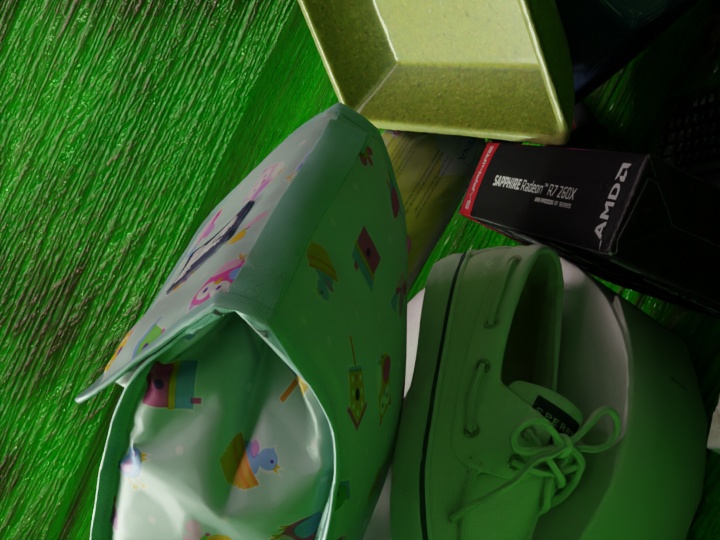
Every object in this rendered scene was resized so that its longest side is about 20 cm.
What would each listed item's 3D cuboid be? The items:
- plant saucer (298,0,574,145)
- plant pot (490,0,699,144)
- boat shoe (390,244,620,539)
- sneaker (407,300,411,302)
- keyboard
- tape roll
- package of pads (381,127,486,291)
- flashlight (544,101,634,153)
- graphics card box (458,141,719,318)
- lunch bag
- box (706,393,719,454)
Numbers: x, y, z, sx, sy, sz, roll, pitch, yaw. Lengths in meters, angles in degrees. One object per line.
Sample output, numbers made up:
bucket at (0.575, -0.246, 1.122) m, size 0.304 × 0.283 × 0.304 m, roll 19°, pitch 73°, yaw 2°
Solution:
plant saucer at (0.031, -0.174, 0.642) m, size 0.048 × 0.201 × 0.199 m, roll -37°, pitch 29°, yaw -25°
plant pot at (0.114, -0.206, 0.732) m, size 0.200 × 0.200 × 0.180 m, roll -38°, pitch -9°, yaw -32°
boat shoe at (0.072, 0.074, 0.524) m, size 0.086 × 0.075 × 0.203 m, roll -15°, pitch 48°, yaw 32°
sneaker at (0.018, 0.111, 0.808) m, size 0.070 × 0.082 × 0.200 m, roll -31°, pitch 24°, yaw 56°
keyboard at (0.223, -0.100, 0.629) m, size 0.128 × 0.021 × 0.200 m, roll -69°, pitch 16°, yaw -9°
tape roll at (0.078, 0.093, 0.612) m, size 0.202 × 0.071 × 0.203 m, roll -30°, pitch 45°, yaw 35°
package of pads at (0.000, 0.000, 0.761) m, size 0.200 × 0.068 × 0.155 m, roll -58°, pitch -4°, yaw -30°
flashlight at (0.135, -0.098, 0.828) m, size 0.068 × 0.068 × 0.200 m, roll -58°, pitch 17°, yaw 22°
graphics card box at (0.140, -0.018, 0.586) m, size 0.051 × 0.125 × 0.200 m, roll -66°, pitch 15°, yaw 3°
lunch bag at (-0.040, 0.044, 0.516) m, size 0.171 × 0.121 × 0.201 m, roll -63°, pitch -15°, yaw -53°
box at (0.205, 0.054, 0.424) m, size 0.200 × 0.041 × 0.039 m, roll -21°, pitch 47°, yaw 67°
